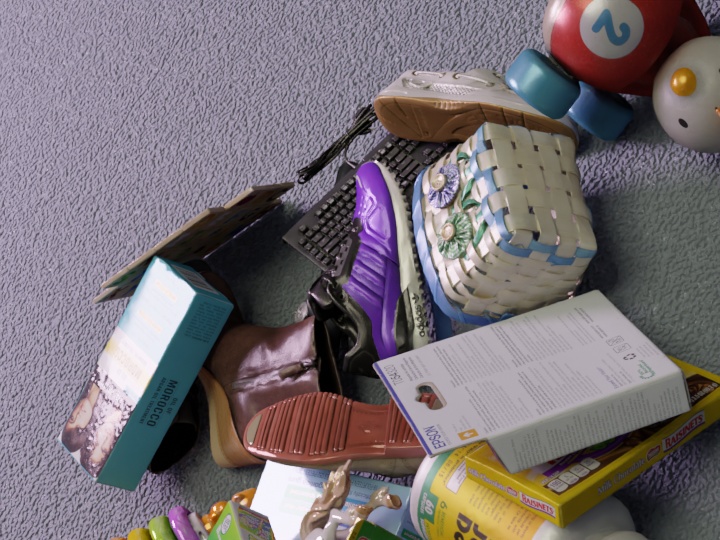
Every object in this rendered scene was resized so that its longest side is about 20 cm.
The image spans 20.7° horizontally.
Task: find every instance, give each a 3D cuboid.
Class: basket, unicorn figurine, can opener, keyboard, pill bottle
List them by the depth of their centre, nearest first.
[{"bbox_3d":[0.139,0.204,1.510,0.200,0.113,0.113,31,87,45],"label":"pill bottle"},{"bbox_3d":[-0.013,0.263,1.578,0.137,0.074,0.200,-43,31,30],"label":"unicorn figurine"},{"bbox_3d":[0.107,-0.020,1.661,0.200,0.138,0.177,119,149,-46],"label":"basket"},{"bbox_3d":[0.004,-0.091,1.806,0.200,0.021,0.127,-44,52,-15],"label":"keyboard"},{"bbox_3d":[-0.018,-0.007,1.810,0.063,0.078,0.201,118,158,-55],"label":"can opener"}]

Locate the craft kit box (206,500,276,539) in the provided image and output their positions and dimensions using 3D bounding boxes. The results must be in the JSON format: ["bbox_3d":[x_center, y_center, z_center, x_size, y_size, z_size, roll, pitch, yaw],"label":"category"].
[{"bbox_3d":[-0.123,0.319,1.601,0.198,0.048,0.200,-61,21,15],"label":"craft kit box"}]

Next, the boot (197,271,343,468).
[{"bbox_3d":[-0.085,0.070,1.784,0.166,0.072,0.201,-30,63,41],"label":"boot"}]

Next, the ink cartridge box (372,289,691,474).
[{"bbox_3d":[0.126,0.089,1.510,0.199,0.043,0.196,-19,21,-5],"label":"ink cartridge box"}]

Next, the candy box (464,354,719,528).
[{"bbox_3d":[0.185,0.122,1.498,0.200,0.027,0.102,-29,32,-32],"label":"candy box"}]

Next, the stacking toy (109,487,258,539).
[{"bbox_3d":[-0.164,0.254,1.753,0.200,0.116,0.110,-37,49,2],"label":"stacking toy"}]

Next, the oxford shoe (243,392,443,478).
[{"bbox_3d":[-0.003,0.150,1.662,0.199,0.074,0.071,0,53,25],"label":"oxford shoe"}]

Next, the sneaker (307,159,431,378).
[{"bbox_3d":[0.000,0.000,1.712,0.099,0.070,0.201,-9,70,-3],"label":"sneaker"}]

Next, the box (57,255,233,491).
[{"bbox_3d":[-0.198,0.094,1.802,0.082,0.049,0.201,37,102,45],"label":"box"}]

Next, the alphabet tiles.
[{"bbox_3d":[-0.157,-0.026,1.868,0.200,0.166,0.006,-34,82,20],"label":"alphabet tiles"}]

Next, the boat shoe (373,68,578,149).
[{"bbox_3d":[0.110,-0.150,1.760,0.199,0.071,0.069,14,54,27],"label":"boat shoe"}]

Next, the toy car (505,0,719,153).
[{"bbox_3d":[0.259,-0.161,1.595,0.200,0.177,0.185,47,109,32],"label":"toy car"}]

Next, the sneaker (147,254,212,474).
[{"bbox_3d":[-0.173,0.091,1.870,0.106,0.075,0.201,30,96,41],"label":"sneaker"}]

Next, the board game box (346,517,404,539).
[{"bbox_3d":[0.034,0.261,1.501,0.030,0.200,0.096,17,77,44],"label":"board game box"}]

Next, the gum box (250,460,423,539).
[{"bbox_3d":[-0.040,0.269,1.669,0.169,0.045,0.201,8,73,41],"label":"gum box"}]
